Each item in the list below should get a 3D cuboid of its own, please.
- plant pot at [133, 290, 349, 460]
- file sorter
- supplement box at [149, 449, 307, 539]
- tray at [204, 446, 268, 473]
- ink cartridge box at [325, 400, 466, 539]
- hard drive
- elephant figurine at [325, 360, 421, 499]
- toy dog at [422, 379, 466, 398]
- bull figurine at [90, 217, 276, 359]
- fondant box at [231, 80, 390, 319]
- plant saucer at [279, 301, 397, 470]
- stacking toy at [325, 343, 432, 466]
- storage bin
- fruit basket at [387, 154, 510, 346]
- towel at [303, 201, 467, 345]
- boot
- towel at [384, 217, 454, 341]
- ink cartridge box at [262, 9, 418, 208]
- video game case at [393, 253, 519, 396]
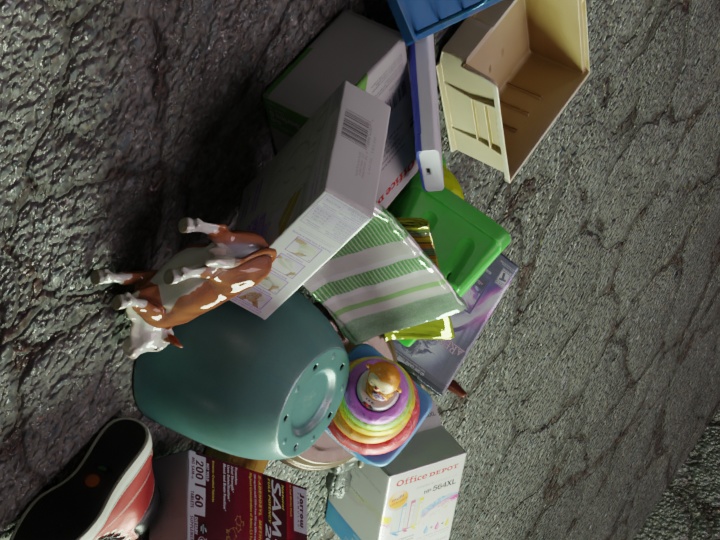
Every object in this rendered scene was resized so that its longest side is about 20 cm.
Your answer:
[{"bbox_3d":[-0.109,0.102,1.601,0.200,0.160,0.202,-43,149,-35],"label":"plant pot"},{"bbox_3d":[0.115,-0.340,1.590,0.199,0.122,0.140,-33,100,-47],"label":"file sorter"},{"bbox_3d":[-0.141,0.275,1.700,0.199,0.060,0.110,26,54,-48],"label":"supplement box"},{"bbox_3d":[-0.127,0.182,1.788,0.098,0.037,0.202,9,106,-63],"label":"tray"},{"bbox_3d":[0.047,0.277,2.061,0.127,0.125,0.202,-14,129,-30],"label":"ink cartridge box"},{"bbox_3d":[0.068,-0.201,1.657,0.132,0.025,0.202,68,18,-74],"label":"hard drive"},{"bbox_3d":[-0.021,0.189,1.889,0.154,0.142,0.201,30,96,-20],"label":"elephant figurine"},{"bbox_3d":[0.098,0.111,2.075,0.133,0.096,0.200,-58,154,-11],"label":"toy dog"},{"bbox_3d":[-0.172,0.016,1.445,0.199,0.066,0.121,-32,154,27],"label":"bull figurine"},{"bbox_3d":[-0.054,-0.065,1.490,0.200,0.058,0.145,-44,-152,44],"label":"fondant box"},{"bbox_3d":[-0.033,0.133,1.763,0.198,0.029,0.202,-9,106,-34],"label":"plant saucer"},{"bbox_3d":[0.018,0.132,1.651,0.110,0.116,0.200,-50,175,-14],"label":"stacking toy"},{"bbox_3d":[0.191,-0.256,1.912,0.201,0.093,0.199,-52,153,-22],"label":"storage bin"},{"bbox_3d":[0.080,-0.044,1.807,0.217,0.155,0.216,-56,-177,4],"label":"fruit basket"},{"bbox_3d":[0.000,0.000,1.653,0.200,0.151,0.024,49,36,-36],"label":"towel"},{"bbox_3d":[-0.270,0.263,1.556,0.200,0.072,0.145,-50,153,-34],"label":"boot"},{"bbox_3d":[0.048,0.013,1.691,0.201,0.085,0.018,74,24,-48],"label":"towel"},{"bbox_3d":[-0.015,-0.146,1.635,0.146,0.084,0.201,-49,151,-27],"label":"ink cartridge box"},{"bbox_3d":[0.101,0.039,1.997,0.201,0.142,0.019,-58,-161,-12],"label":"video game case"}]
